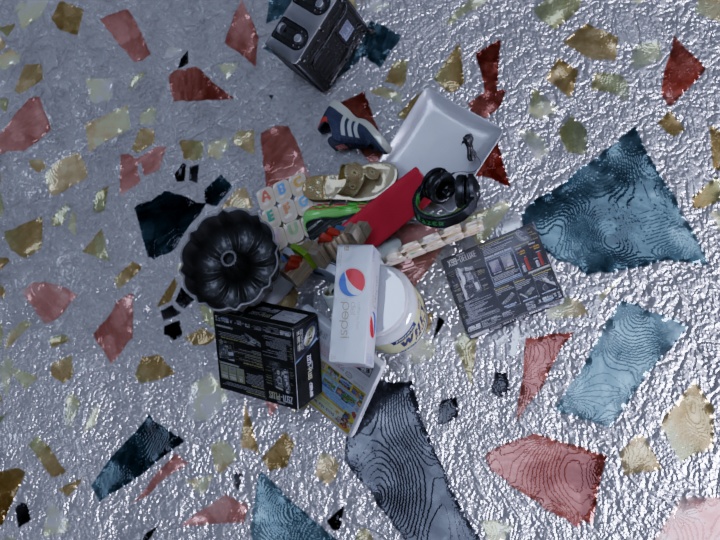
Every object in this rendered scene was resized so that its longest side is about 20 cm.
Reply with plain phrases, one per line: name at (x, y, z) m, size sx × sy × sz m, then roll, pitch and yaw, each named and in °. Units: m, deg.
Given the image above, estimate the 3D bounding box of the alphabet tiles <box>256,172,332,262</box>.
alphabet tiles at (-0.146, -0.103, 1.606) m, size 0.196 × 0.015 × 0.200 m, roll -21°, pitch 72°, yaw 10°

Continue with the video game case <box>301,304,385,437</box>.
video game case at (-0.060, 0.194, 1.459) m, size 0.198 × 0.023 × 0.185 m, roll 35°, pitch 121°, yaw 20°

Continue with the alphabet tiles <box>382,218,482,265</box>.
alphabet tiles at (0.138, -0.050, 1.422) m, size 0.196 × 0.195 × 0.015 m, roll -21°, pitch 83°, yaw 8°

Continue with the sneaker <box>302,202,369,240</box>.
sneaker at (-0.019, -0.092, 1.544) m, size 0.194 × 0.077 × 0.086 m, roll 0°, pitch 109°, yaw 4°

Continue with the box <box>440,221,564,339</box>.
box at (0.270, 0.020, 1.448) m, size 0.196 × 0.050 × 0.161 m, roll -22°, pitch 72°, yaw 9°

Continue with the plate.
plate at (0.162, -0.246, 1.549) m, size 0.197 × 0.032 × 0.202 m, roll 33°, pitch 87°, yaw 20°

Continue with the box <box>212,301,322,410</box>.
box at (-0.178, 0.157, 1.457) m, size 0.196 × 0.086 × 0.168 m, roll 8°, pitch 110°, yaw 31°

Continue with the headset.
headset at (0.175, -0.169, 1.445) m, size 0.121 × 0.095 × 0.201 m, roll 15°, pitch 52°, yaw 31°

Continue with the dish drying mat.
dish drying mat at (0.057, -0.116, 1.494) m, size 0.199 × 0.018 × 0.077 m, roll -39°, pitch 92°, yaw -9°

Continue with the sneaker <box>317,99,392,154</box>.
sneaker at (-0.016, -0.275, 1.575) m, size 0.085 × 0.075 × 0.199 m, roll -51°, pitch 52°, yaw 1°

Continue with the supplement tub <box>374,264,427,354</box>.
supplement tub at (0.044, 0.073, 1.415) m, size 0.141 × 0.200 × 0.149 m, roll -3°, pitch 76°, yaw 14°

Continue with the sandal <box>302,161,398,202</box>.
sandal at (-0.030, -0.183, 1.541) m, size 0.206 × 0.069 × 0.080 m, roll -8°, pitch 79°, yaw 18°

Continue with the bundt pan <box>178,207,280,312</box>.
bundt pan at (-0.241, -0.010, 1.439) m, size 0.196 × 0.076 × 0.207 m, roll -3°, pitch 71°, yaw 8°

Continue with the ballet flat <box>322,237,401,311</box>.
ballet flat at (0.000, 0.000, 1.508) m, size 0.200 × 0.069 × 0.069 m, roll -46°, pitch 70°, yaw 2°

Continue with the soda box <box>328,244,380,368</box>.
soda box at (-0.009, 0.060, 1.293) m, size 0.066 × 0.064 × 0.206 m, roll 1°, pitch 77°, yaw 15°

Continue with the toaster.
toaster at (-0.086, -0.499, 1.601) m, size 0.118 × 0.199 × 0.183 m, roll 37°, pitch 95°, yaw 22°

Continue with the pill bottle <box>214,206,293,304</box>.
pill bottle at (-0.227, -0.027, 1.545) m, size 0.200 × 0.114 × 0.115 m, roll 43°, pitch 90°, yaw 19°

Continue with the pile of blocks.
pile of blocks at (-0.077, -0.052, 1.433) m, size 0.197 × 0.063 × 0.083 m, roll -32°, pitch 47°, yaw 2°

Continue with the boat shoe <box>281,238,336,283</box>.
boat shoe at (-0.082, -0.029, 1.508) m, size 0.197 × 0.074 × 0.069 m, roll 15°, pitch 67°, yaw 52°
